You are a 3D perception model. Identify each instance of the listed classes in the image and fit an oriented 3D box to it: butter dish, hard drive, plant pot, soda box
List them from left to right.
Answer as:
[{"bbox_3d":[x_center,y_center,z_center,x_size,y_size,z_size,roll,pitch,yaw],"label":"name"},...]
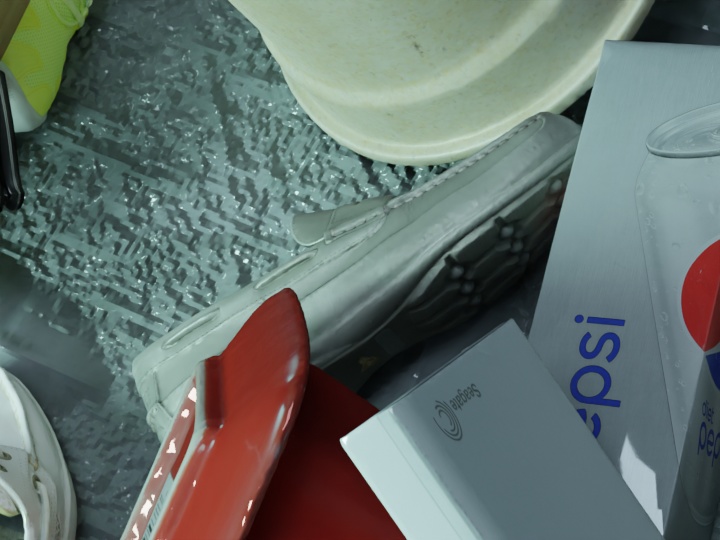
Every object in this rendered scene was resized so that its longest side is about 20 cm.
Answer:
[{"bbox_3d":[-0.012,0.126,0.845,0.147,0.199,0.201,23,96,-7],"label":"butter dish"},{"bbox_3d":[-0.005,-0.166,0.962,0.200,0.183,0.201,-15,62,31],"label":"plant pot"},{"bbox_3d":[0.079,0.114,0.786,0.027,0.132,0.200,-36,87,21],"label":"hard drive"},{"bbox_3d":[0.105,0.016,0.922,0.068,0.063,0.201,6,64,22],"label":"soda box"}]

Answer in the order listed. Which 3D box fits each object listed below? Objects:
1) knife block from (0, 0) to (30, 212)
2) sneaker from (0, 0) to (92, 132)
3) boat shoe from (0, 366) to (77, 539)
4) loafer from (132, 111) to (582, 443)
[{"bbox_3d":[-0.204,-0.097,1.036,0.200,0.064,0.176,56,134,21],"label":"knife block"},{"bbox_3d":[-0.134,-0.152,1.099,0.076,0.075,0.201,-8,61,18],"label":"sneaker"},{"bbox_3d":[-0.145,0.095,0.948,0.071,0.069,0.200,-15,44,0],"label":"boat shoe"},{"bbox_3d":[0.000,0.000,0.966,0.200,0.070,0.070,-36,64,-2],"label":"loafer"}]
